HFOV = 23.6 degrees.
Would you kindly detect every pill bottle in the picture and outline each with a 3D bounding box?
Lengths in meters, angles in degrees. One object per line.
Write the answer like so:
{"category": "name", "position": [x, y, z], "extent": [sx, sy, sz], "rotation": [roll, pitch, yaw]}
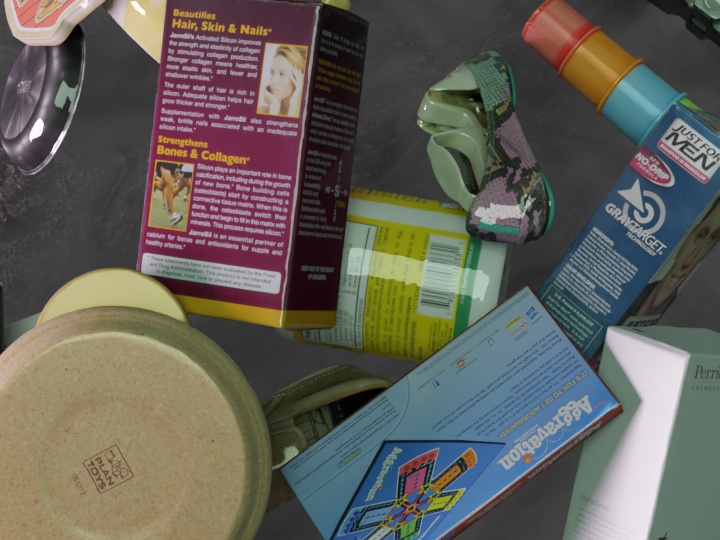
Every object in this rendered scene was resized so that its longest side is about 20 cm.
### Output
{"category": "pill bottle", "position": [0.000, 0.000, 1.182], "extent": [0.198, 0.113, 0.114], "rotation": [9, 81, 7]}

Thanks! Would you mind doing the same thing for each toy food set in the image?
{"category": "toy food set", "position": [-0.153, 0.116, 1.058], "extent": [0.198, 0.049, 0.200], "rotation": [-44, 94, 4]}

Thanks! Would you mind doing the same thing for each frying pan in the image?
{"category": "frying pan", "position": [-0.214, -0.159, 1.229], "extent": [0.031, 0.115, 0.191], "rotation": [16, 107, -32]}

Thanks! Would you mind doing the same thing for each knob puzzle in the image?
{"category": "knob puzzle", "position": [-0.203, -0.243, 1.228], "extent": [0.030, 0.219, 0.221], "rotation": [31, 84, -31]}

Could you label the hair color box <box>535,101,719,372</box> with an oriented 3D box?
{"category": "hair color box", "position": [0.182, -0.010, 1.137], "extent": [0.060, 0.100, 0.201], "rotation": [40, 107, 20]}

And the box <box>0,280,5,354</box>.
{"category": "box", "position": [-0.319, 0.101, 1.153], "extent": [0.163, 0.086, 0.202], "rotation": [8, 100, 40]}

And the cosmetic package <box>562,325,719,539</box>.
{"category": "cosmetic package", "position": [0.195, 0.141, 1.108], "extent": [0.071, 0.101, 0.202], "rotation": [20, 103, 48]}

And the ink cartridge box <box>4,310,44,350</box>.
{"category": "ink cartridge box", "position": [-0.192, 0.128, 1.196], "extent": [0.145, 0.084, 0.202], "rotation": [-21, 79, 3]}

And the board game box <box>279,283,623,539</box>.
{"category": "board game box", "position": [0.056, 0.107, 1.086], "extent": [0.199, 0.019, 0.103], "rotation": [-36, 62, 0]}

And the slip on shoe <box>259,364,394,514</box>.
{"category": "slip on shoe", "position": [-0.055, 0.123, 1.142], "extent": [0.199, 0.060, 0.077], "rotation": [-26, 105, -38]}

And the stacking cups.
{"category": "stacking cups", "position": [0.197, -0.116, 1.206], "extent": [0.200, 0.061, 0.061], "rotation": [42, 87, 11]}

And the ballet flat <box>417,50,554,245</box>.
{"category": "ballet flat", "position": [0.077, -0.090, 1.163], "extent": [0.070, 0.070, 0.201], "rotation": [5, 38, -13]}

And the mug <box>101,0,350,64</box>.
{"category": "mug", "position": [-0.102, -0.215, 1.207], "extent": [0.153, 0.187, 0.149], "rotation": [-45, 111, 6]}

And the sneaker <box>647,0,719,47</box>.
{"category": "sneaker", "position": [0.243, -0.222, 1.217], "extent": [0.200, 0.074, 0.089], "rotation": [40, 86, 1]}

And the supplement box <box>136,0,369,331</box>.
{"category": "supplement box", "position": [-0.068, -0.069, 1.097], "extent": [0.109, 0.086, 0.202], "rotation": [8, 92, 22]}
